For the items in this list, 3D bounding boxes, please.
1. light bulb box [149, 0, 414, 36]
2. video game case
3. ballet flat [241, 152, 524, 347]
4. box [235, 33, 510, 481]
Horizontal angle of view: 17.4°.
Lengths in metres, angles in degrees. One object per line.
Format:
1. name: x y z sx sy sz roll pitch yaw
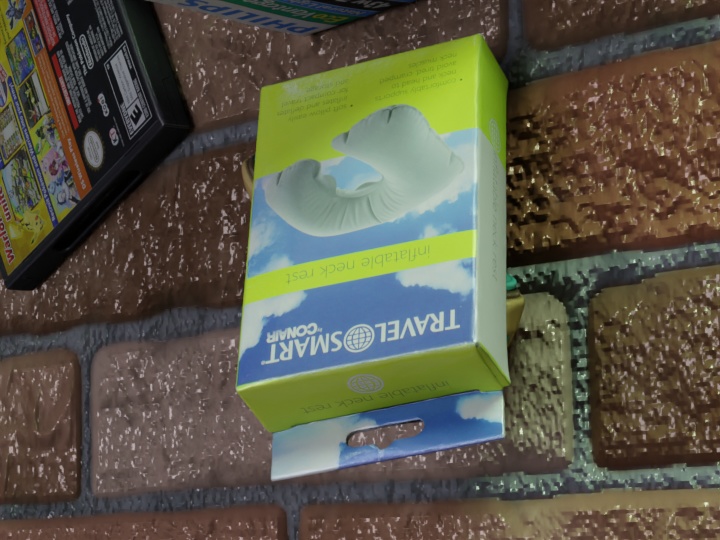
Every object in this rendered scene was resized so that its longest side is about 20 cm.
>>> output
1. light bulb box: -0.039 -0.204 1.133 0.199 0.197 0.126 -11 77 48
2. video game case: -0.186 -0.120 1.420 0.181 0.025 0.201 -41 59 38
3. ballet flat: 0.000 0.000 1.172 0.200 0.068 0.063 34 117 45
4. box: 0.007 -0.008 1.097 0.121 0.048 0.201 -12 53 20
